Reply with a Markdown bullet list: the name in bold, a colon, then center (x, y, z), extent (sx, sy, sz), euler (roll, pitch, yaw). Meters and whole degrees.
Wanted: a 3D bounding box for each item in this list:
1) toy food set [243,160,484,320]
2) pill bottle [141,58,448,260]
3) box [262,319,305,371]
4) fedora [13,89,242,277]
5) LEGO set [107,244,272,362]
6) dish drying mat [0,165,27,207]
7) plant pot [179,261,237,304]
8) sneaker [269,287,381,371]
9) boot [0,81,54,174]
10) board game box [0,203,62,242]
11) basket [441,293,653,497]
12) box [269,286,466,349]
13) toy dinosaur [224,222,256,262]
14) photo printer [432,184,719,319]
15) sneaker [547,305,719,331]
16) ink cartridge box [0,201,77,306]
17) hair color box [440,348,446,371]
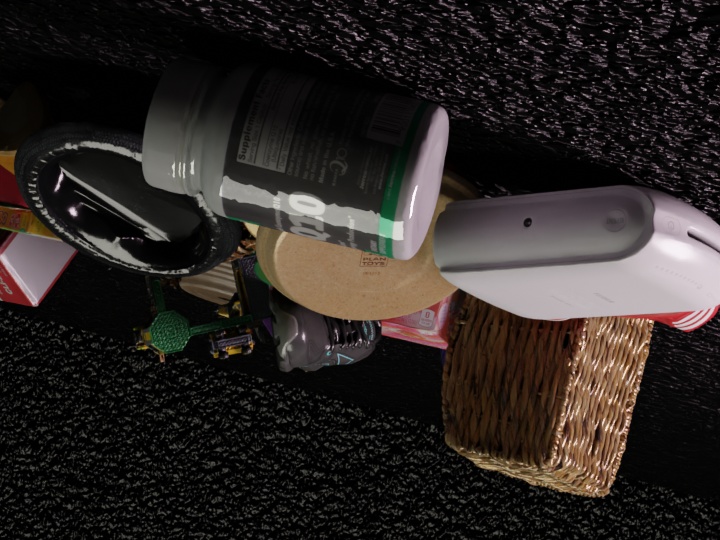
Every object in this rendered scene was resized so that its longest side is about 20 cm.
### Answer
- **toy food set**: center (0.008, -0.027, 1.562), extent (0.199, 0.049, 0.198), euler (-10, 141, 4)
- **pill bottle**: center (-0.045, -0.083, 1.375), extent (0.199, 0.114, 0.113), euler (14, 171, 10)
- **box**: center (-0.025, 0.042, 2.048), extent (0.039, 0.137, 0.200), euler (56, 180, 14)
- **fedora**: center (-0.185, -0.082, 1.609), extent (0.200, 0.092, 0.201), euler (9, 145, 7)
- **LEGO set**: center (-0.155, -0.014, 1.748), extent (0.153, 0.201, 0.116), euler (-20, -178, -17)
- **dish drying mat**: center (-0.283, -0.092, 1.838), extent (0.199, 0.077, 0.018), euler (12, -179, 24)
- **plant pot**: center (-0.127, -0.013, 1.998), extent (0.200, 0.093, 0.201), euler (16, 171, 3)
- **sneaker**: center (-0.031, 0.047, 1.694), extent (0.079, 0.076, 0.200), euler (-8, 176, 8)
- **boot**: center (-0.266, -0.097, 1.703), extent (0.144, 0.071, 0.201), euler (41, 172, -27)
- **board game box**: center (-0.255, -0.035, 1.794), extent (0.199, 0.030, 0.095), euler (16, 177, -36)
- **basket**: center (0.169, 0.096, 1.809), extent (0.142, 0.201, 0.149), euler (8, 169, 33)
- **box**: center (0.000, 0.000, 1.837), extent (0.199, 0.103, 0.095), euler (11, 170, 18)
- **toy dinosaur**: center (-0.040, -0.044, 1.642), extent (0.199, 0.103, 0.136), euler (5, 165, 27)
- **photo printer**: center (0.180, -0.012, 1.481), extent (0.199, 0.070, 0.166), euler (-4, 163, 34)
- **sneaker**: center (0.220, 0.024, 1.689), extent (0.199, 0.079, 0.115), euler (9, 167, 43)
- **ink cartridge box**: center (-0.373, -0.054, 1.944), extent (0.199, 0.145, 0.084), euler (8, 143, 37)
- **hair color box**: center (0.139, 0.072, 1.949), extent (0.109, 0.065, 0.200), euler (16, -166, -4)
